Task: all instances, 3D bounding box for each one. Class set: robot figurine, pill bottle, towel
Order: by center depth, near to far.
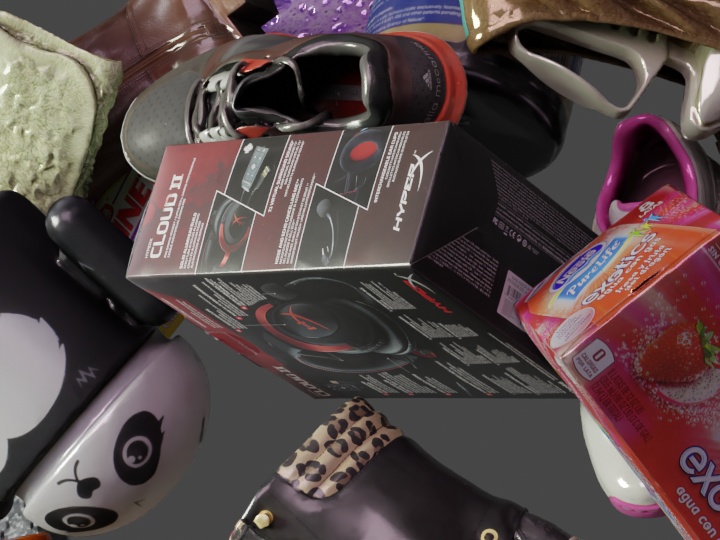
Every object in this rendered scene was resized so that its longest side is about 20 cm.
[{"bbox_3d":[-0.168,0.042,1.379,0.200,0.150,0.125,41,67,-1],"label":"robot figurine"},{"bbox_3d":[0.068,-0.155,1.420,0.111,0.112,0.201,1,60,26],"label":"pill bottle"},{"bbox_3d":[-0.211,-0.047,1.446,0.148,0.201,0.037,21,28,5],"label":"towel"}]

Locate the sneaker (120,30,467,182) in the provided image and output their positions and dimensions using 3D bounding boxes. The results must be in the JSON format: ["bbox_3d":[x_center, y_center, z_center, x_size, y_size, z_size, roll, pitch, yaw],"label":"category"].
[{"bbox_3d":[-0.048,-0.084,1.337,0.199,0.082,0.077,-11,81,36],"label":"sneaker"}]

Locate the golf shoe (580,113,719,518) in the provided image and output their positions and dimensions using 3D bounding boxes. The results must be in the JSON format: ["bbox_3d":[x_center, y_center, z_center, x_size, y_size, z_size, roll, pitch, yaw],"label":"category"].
[{"bbox_3d":[0.135,0.017,1.336,0.075,0.092,0.201,-5,62,19],"label":"golf shoe"}]

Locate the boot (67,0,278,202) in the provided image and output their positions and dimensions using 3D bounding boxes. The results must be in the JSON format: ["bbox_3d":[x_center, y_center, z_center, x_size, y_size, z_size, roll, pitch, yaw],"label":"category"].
[{"bbox_3d":[-0.115,-0.054,1.463,0.200,0.064,0.187,-31,62,21],"label":"boot"}]

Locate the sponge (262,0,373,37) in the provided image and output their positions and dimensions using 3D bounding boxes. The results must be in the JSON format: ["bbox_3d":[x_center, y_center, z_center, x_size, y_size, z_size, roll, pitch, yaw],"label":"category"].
[{"bbox_3d":[-0.007,-0.107,1.511,0.112,0.030,0.200,-45,53,-4],"label":"sponge"}]

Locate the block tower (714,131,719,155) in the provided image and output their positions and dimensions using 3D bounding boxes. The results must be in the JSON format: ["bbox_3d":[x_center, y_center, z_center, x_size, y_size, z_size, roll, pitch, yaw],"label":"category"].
[{"bbox_3d":[0.217,-0.013,1.338,0.058,0.054,0.201,-25,54,11],"label":"block tower"}]

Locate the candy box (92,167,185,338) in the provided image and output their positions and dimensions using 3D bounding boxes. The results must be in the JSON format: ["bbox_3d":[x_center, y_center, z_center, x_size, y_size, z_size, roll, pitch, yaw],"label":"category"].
[{"bbox_3d":[-0.107,-0.031,1.498,0.200,0.026,0.102,-51,51,4],"label":"candy box"}]

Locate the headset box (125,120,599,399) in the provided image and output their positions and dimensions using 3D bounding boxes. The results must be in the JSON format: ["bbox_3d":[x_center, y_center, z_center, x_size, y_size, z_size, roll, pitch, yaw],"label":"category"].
[{"bbox_3d":[0.000,0.000,1.310,0.199,0.149,0.075,-3,63,42],"label":"headset box"}]

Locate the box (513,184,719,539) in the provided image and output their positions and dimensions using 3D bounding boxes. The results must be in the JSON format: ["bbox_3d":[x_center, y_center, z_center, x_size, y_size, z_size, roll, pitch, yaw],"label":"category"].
[{"bbox_3d":[0.167,0.071,1.213,0.095,0.200,0.100,-38,15,0],"label":"box"}]

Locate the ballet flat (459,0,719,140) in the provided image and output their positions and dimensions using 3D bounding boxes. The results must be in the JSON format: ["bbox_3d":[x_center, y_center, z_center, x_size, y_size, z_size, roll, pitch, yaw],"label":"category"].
[{"bbox_3d":[0.139,-0.103,1.319,0.199,0.068,0.073,14,70,-7],"label":"ballet flat"}]

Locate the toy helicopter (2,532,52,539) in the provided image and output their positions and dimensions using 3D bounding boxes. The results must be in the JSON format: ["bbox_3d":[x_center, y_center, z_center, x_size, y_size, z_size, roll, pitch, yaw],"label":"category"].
[{"bbox_3d":[-0.106,0.159,1.355,0.199,0.132,0.079,-10,87,0],"label":"toy helicopter"}]

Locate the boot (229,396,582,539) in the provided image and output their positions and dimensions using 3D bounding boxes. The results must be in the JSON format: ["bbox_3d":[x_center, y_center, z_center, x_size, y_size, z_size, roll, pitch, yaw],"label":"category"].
[{"bbox_3d":[0.001,0.167,1.295,0.150,0.073,0.200,37,77,14],"label":"boot"}]
